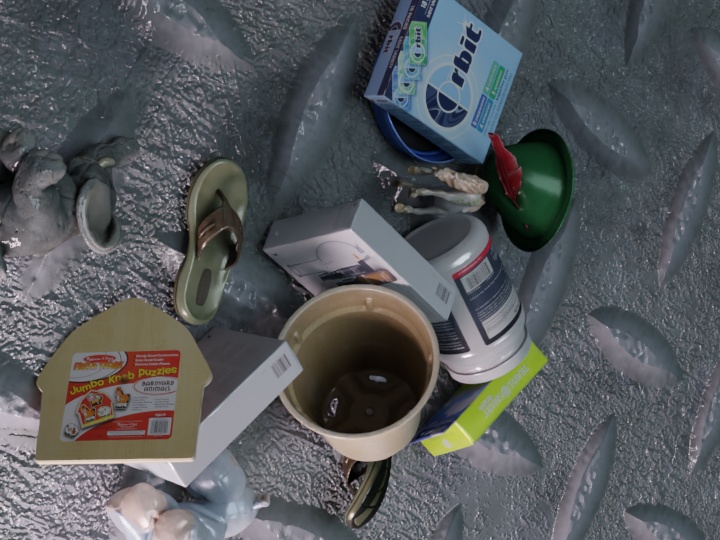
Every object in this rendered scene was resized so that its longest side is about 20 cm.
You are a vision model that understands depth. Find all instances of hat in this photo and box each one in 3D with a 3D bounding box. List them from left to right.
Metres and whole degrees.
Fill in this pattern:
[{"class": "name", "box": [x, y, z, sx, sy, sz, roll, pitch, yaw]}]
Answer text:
[{"class": "hat", "box": [0.177, -0.127, 1.825, 0.176, 0.166, 0.200, 4, 122, -29]}]

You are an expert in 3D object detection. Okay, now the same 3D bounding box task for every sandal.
[{"class": "sandal", "box": [-0.168, -0.033, 1.600, 0.080, 0.057, 0.201, 10, 88, -40]}, {"class": "sandal", "box": [0.009, 0.249, 1.788, 0.080, 0.057, 0.201, 72, 29, -57]}]

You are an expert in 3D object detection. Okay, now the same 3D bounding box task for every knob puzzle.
[{"class": "knob puzzle", "box": [-0.260, 0.124, 1.494, 0.220, 0.220, 0.030, -54, 156, -22]}]

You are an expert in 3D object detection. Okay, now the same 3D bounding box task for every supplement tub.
[{"class": "supplement tub", "box": [0.138, 0.038, 1.817, 0.140, 0.140, 0.200, -42, 119, -29]}]

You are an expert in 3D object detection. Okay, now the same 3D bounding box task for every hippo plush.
[{"class": "hippo plush", "box": [-0.177, 0.296, 1.569, 0.161, 0.159, 0.200, -37, 116, -30]}]

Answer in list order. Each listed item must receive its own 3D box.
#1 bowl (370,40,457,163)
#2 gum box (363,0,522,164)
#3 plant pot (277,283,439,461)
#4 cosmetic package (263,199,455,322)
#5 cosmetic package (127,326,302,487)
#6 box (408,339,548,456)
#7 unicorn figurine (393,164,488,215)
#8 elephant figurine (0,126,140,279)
[{"class": "bowl", "box": [0.096, -0.246, 1.819, 0.200, 0.039, 0.201, -5, 98, -39]}, {"class": "gum box", "box": [0.113, -0.260, 1.778, 0.200, 0.045, 0.170, 29, 76, -38]}, {"class": "plant pot", "box": [0.003, 0.146, 1.672, 0.201, 0.200, 0.184, -57, 161, -20]}, {"class": "cosmetic package", "box": [0.000, 0.000, 1.681, 0.200, 0.151, 0.052, 42, 54, -34]}, {"class": "cosmetic package", "box": [-0.185, 0.152, 1.554, 0.200, 0.151, 0.052, -44, 122, -27]}, {"class": "box", "box": [0.161, 0.184, 1.860, 0.048, 0.122, 0.200, 49, 61, -4]}, {"class": "unicorn figurine", "box": [0.118, -0.106, 1.805, 0.137, 0.200, 0.074, 4, 98, -13]}, {"class": "elephant figurine", "box": [-0.315, -0.072, 1.450, 0.155, 0.142, 0.200, -54, 147, 12]}]
